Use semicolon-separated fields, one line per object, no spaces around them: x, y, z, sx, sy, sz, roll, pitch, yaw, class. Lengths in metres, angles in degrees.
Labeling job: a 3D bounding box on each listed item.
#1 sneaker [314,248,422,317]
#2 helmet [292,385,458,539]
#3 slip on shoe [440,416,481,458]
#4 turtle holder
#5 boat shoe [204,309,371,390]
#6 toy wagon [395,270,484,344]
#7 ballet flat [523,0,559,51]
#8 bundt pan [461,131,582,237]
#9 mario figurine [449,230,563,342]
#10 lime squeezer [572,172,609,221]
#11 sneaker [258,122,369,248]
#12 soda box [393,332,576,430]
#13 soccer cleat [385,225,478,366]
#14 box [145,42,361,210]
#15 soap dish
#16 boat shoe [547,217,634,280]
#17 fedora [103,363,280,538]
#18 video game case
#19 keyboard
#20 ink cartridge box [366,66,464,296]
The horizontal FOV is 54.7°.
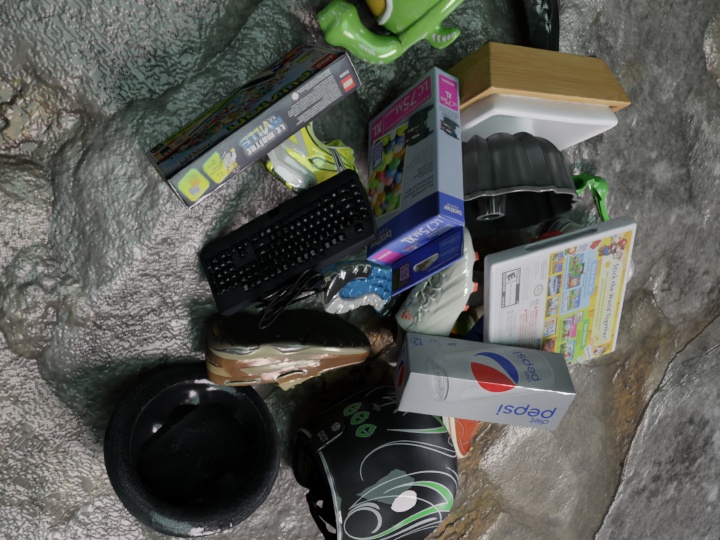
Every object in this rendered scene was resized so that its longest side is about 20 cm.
0.000;0.000;0.803;0.199;0.086;0.076;13;112;-56;sneaker
0.027;0.240;0.847;0.187;0.200;0.204;-12;116;-23;helmet
0.135;0.194;0.922;0.060;0.075;0.201;-15;144;1;slip on shoe
0.050;-0.295;0.686;0.184;0.142;0.132;-32;114;34;turtle holder
-0.085;0.095;0.797;0.196;0.076;0.075;4;119;-27;boat shoe
0.141;0.063;0.924;0.199;0.039;0.157;-37;123;-12;toy wagon
0.194;-0.317;0.800;0.202;0.056;0.067;66;32;-32;ballet flat
0.140;-0.096;0.779;0.198;0.201;0.078;-1;78;-28;bundt pan
0.192;0.031;0.887;0.201;0.106;0.123;-51;161;10;mario figurine
0.293;-0.103;0.951;0.197;0.038;0.071;9;137;-32;lime squeezer
-0.023;-0.092;0.749;0.199;0.075;0.077;39;90;-36;sneaker
0.141;0.128;0.803;0.195;0.064;0.069;9;129;-8;soda box
0.081;0.039;0.810;0.076;0.070;0.203;1;123;-18;soccer cleat
-0.104;-0.143;0.661;0.199;0.110;0.035;-38;123;-10;box
0.171;-0.184;0.775;0.196;0.157;0.083;-3;83;-28;soap dish
0.342;-0.013;0.981;0.198;0.070;0.072;26;99;-39;boat shoe
-0.187;0.201;0.754;0.197;0.204;0.092;14;139;-32;fedora
0.230;0.044;0.824;0.178;0.023;0.203;-15;128;-10;video game case
-0.074;-0.014;0.695;0.197;0.040;0.106;-27;84;19;keyboard
0.052;-0.089;0.705;0.041;0.119;0.204;14;64;-32;ink cartridge box
